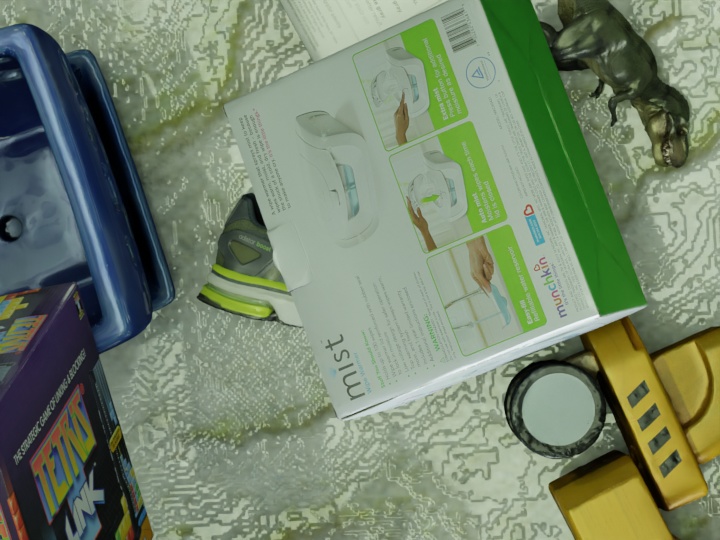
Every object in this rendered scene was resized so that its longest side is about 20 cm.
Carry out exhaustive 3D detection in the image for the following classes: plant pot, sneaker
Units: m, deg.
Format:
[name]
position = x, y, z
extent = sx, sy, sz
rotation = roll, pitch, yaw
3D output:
[plant pot]
position = -0.232, -0.027, 1.697
extent = 0.200, 0.180, 0.200
rotation = -20, 91, 12
[sneaker]
position = 0.000, 0.000, 1.709
extent = 0.200, 0.074, 0.081
rotation = 9, 93, 9

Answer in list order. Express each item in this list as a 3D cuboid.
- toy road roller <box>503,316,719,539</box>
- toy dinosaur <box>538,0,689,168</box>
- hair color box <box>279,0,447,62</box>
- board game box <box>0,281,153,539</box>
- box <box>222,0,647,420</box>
[toy road roller]
position = 0.179, 0.114, 1.658
extent = 0.146, 0.123, 0.200
rotation = -25, 88, 1
[toy dinosaur]
position = 0.126, -0.138, 1.665
extent = 0.088, 0.047, 0.200
rotation = -23, 122, 19
[hair color box]
position = 0.046, -0.203, 1.690
extent = 0.200, 0.061, 0.099
rotation = -29, 89, 12
[board game box]
position = -0.179, 0.119, 1.518
extent = 0.057, 0.200, 0.166
rotation = -10, 109, 12
[box]
position = 0.041, -0.037, 1.604
extent = 0.176, 0.097, 0.200
rotation = -24, 83, 23
